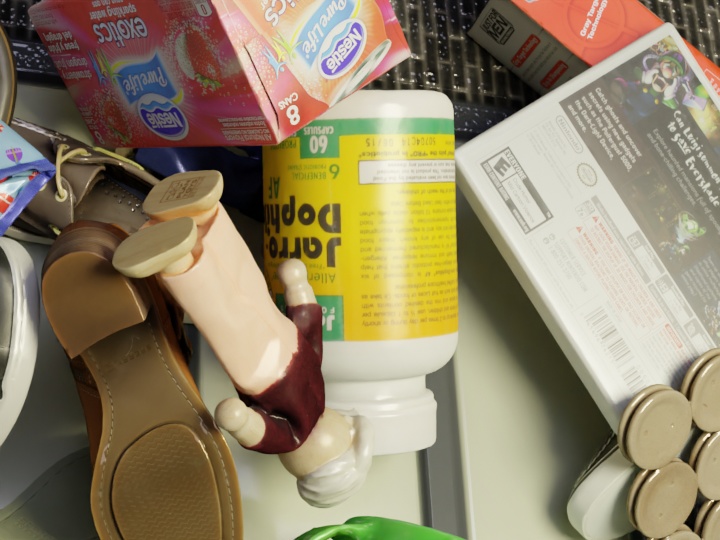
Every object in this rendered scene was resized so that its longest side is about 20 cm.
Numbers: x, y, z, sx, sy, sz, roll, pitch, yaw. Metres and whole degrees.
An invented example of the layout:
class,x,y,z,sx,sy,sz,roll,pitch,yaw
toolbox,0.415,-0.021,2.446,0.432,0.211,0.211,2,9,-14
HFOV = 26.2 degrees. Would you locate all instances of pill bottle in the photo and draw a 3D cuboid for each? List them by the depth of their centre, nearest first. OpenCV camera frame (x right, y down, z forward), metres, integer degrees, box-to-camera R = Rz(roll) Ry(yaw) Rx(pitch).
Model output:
class,x,y,z,sx,sy,sz,roll,pitch,yaw
pill bottle,0.000,0.000,0.887,0.112,0.113,0.201,-2,94,-22

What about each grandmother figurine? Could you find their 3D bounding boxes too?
class,x,y,z,sx,sy,sz,roll,pitch,yaw
grandmother figurine,-0.049,0.043,0.787,0.200,0.060,0.121,61,42,-32

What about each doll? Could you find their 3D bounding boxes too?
class,x,y,z,sx,sy,sz,roll,pitch,yaw
doll,-0.046,-0.065,0.967,0.199,0.048,0.137,26,60,-8

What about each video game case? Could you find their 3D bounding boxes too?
class,x,y,z,sx,sy,sz,roll,pitch,yaw
video game case,0.176,-0.029,0.959,0.181,0.023,0.201,-31,87,-19

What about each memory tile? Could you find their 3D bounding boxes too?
class,x,y,z,sx,sy,sz,roll,pitch,yaw
memory tile,0.239,0.104,0.956,0.199,0.017,0.154,-26,120,-24

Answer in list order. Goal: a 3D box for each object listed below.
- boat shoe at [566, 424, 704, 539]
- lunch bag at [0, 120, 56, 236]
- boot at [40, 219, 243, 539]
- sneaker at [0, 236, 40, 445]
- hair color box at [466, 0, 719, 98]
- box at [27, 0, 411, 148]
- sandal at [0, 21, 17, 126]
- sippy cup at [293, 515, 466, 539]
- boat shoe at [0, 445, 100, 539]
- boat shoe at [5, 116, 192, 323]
class,x,y,z,sx,sy,sz,roll,pitch,yaw
boat shoe,0.194,0.094,0.982,0.200,0.071,0.064,-36,49,-23
lunch bag,-0.259,-0.064,0.732,0.150,0.200,0.094,38,96,8
boot,-0.108,0.066,0.815,0.073,0.155,0.201,-16,98,-2
sneaker,-0.234,0.072,0.739,0.112,0.201,0.073,12,17,-47
hair color box,0.174,-0.133,1.049,0.200,0.102,0.061,39,78,-1
box,-0.081,-0.129,0.836,0.100,0.200,0.096,-36,113,-29
sandal,-0.249,-0.067,0.855,0.081,0.055,0.201,15,78,11
sippy cup,0.031,0.217,0.823,0.177,0.140,0.131,16,69,16
boat shoe,-0.156,0.149,0.812,0.072,0.061,0.201,34,37,26
boat shoe,-0.159,-0.041,0.904,0.199,0.060,0.072,32,59,-5
